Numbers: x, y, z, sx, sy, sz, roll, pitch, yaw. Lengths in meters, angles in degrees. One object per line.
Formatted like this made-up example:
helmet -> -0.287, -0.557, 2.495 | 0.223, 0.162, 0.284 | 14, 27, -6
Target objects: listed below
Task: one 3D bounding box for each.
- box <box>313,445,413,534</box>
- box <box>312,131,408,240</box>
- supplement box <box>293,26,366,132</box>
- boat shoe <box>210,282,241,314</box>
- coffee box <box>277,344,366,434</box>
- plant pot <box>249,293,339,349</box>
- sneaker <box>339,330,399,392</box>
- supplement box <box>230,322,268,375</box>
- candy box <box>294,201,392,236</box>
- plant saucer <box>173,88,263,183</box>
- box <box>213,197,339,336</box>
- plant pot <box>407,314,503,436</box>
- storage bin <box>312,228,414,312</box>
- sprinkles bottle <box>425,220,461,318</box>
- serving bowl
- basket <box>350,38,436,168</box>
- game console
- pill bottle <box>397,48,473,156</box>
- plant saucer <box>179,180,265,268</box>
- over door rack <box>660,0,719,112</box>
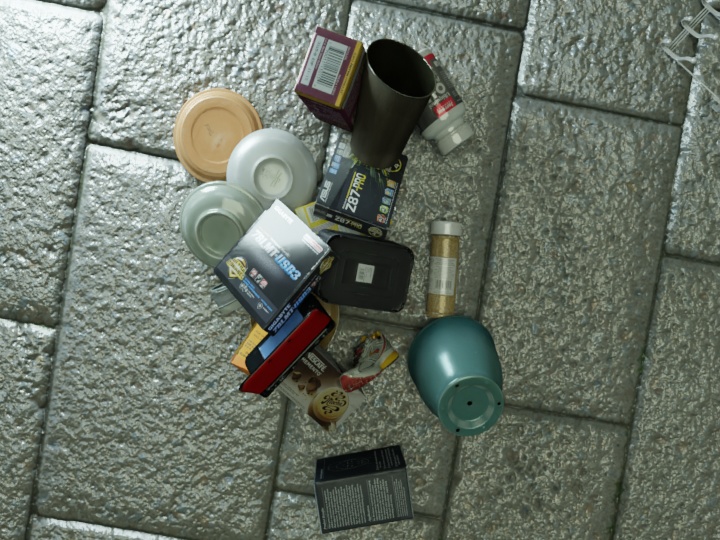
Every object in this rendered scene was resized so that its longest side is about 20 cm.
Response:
box -> 0.004, 0.457, 1.337 | 0.193, 0.148, 0.111 | -8, 92, -1
box -> 0.003, -0.178, 1.319 | 0.157, 0.049, 0.204 | 19, 59, 0
supplement box -> -0.047, -0.378, 1.276 | 0.101, 0.200, 0.134 | 21, 90, 9
boat shoe -> -0.225, 0.012, 1.323 | 0.198, 0.070, 0.072 | -33, 107, 3
coffee box -> -0.095, 0.229, 1.321 | 0.113, 0.080, 0.201 | -42, 120, -1
plant pot -> -0.143, 0.094, 1.381 | 0.193, 0.027, 0.207 | 0, 92, -1
sneaker -> 0.006, 0.188, 1.318 | 0.077, 0.199, 0.083 | -36, 87, 28
supplement box -> -0.192, 0.122, 1.335 | 0.066, 0.069, 0.203 | 33, 89, -5
candy box -> -0.035, -0.115, 1.355 | 0.195, 0.026, 0.105 | -22, 97, -15
plant saucer -> -0.305, -0.288, 1.361 | 0.193, 0.032, 0.207 | 0, 91, -2
box -> -0.168, -0.012, 1.243 | 0.199, 0.050, 0.200 | -48, 56, 0
plant pot -> 0.204, 0.226, 1.288 | 0.193, 0.189, 0.206 | -2, 112, -4
storage bin -> 0.000, 0.000, 1.316 | 0.194, 0.094, 0.140 | 9, 97, -22
sprinkles bottle -> 0.178, -0.002, 1.367 | 0.066, 0.068, 0.207 | 4, 92, -2
serving bowl -> -0.185, -0.195, 1.334 | 0.193, 0.066, 0.207 | -1, 99, -8
basket -> 0.054, -0.317, 1.263 | 0.132, 0.203, 0.184 | -6, 52, -22
game console -> -0.156, 0.129, 1.205 | 0.200, 0.172, 0.119 | -44, 131, 0
pill bottle -> 0.153, -0.349, 1.333 | 0.109, 0.111, 0.203 | -34, 92, 0
plant saucer -> -0.288, -0.081, 1.320 | 0.193, 0.051, 0.206 | 3, 116, 5
over door rack -> 0.772, -0.475, 1.371 | 0.148, 0.067, 0.200 | -44, 93, 1
